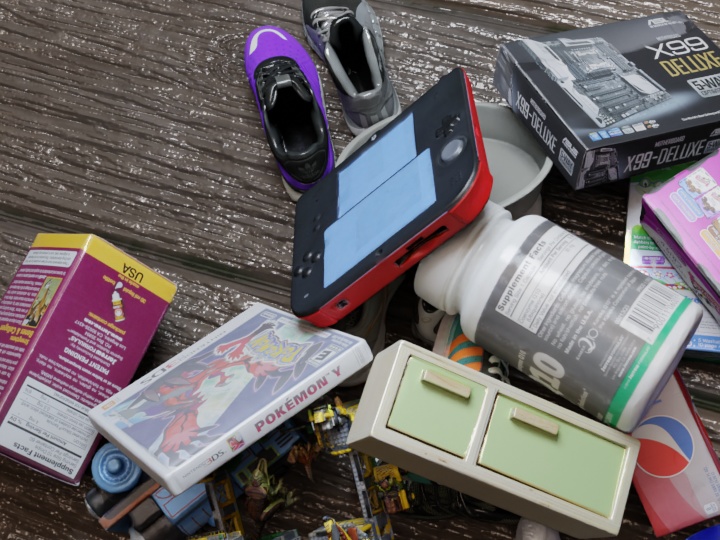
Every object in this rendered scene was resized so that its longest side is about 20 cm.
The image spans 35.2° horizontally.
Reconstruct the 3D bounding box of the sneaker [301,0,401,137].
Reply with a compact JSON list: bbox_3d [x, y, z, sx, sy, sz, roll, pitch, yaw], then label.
[{"bbox_3d":[-0.013,-0.235,1.114,0.075,0.116,0.200,-24,67,1],"label":"sneaker"}]

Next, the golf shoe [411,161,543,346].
[{"bbox_3d":[0.109,-0.022,1.022,0.078,0.095,0.200,21,72,18],"label":"golf shoe"}]

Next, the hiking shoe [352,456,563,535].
[{"bbox_3d":[0.088,0.171,0.945,0.200,0.101,0.076,4,69,12],"label":"hiking shoe"}]

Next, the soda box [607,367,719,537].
[{"bbox_3d":[0.236,0.111,0.934,0.070,0.063,0.200,-26,80,15],"label":"soda box"}]

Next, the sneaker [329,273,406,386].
[{"bbox_3d":[0.000,0.000,1.032,0.076,0.092,0.200,4,67,13],"label":"sneaker"}]

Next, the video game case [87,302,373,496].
[{"bbox_3d":[-0.110,0.093,0.906,0.182,0.023,0.200,-33,22,-21],"label":"video game case"}]

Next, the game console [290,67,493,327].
[{"bbox_3d":[0.018,-0.059,0.915,0.200,0.031,0.177,-37,36,26],"label":"game console"}]

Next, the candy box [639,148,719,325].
[{"bbox_3d":[0.359,-0.053,0.960,0.200,0.061,0.136,-31,66,-2],"label":"candy box"}]

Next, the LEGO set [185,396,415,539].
[{"bbox_3d":[-0.072,0.181,0.871,0.200,0.116,0.154,-8,90,25],"label":"LEGO set"}]

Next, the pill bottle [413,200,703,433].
[{"bbox_3d":[0.149,0.028,0.876,0.200,0.113,0.113,32,77,19],"label":"pill bottle"}]

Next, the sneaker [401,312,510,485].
[{"bbox_3d":[0.097,0.093,0.932,0.080,0.071,0.200,6,54,36],"label":"sneaker"}]

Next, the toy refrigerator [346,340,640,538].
[{"bbox_3d":[0.099,0.127,0.835,0.200,0.070,0.076,24,70,-10],"label":"toy refrigerator"}]

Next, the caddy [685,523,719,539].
[{"bbox_3d":[0.320,0.217,0.841,0.141,0.200,0.105,-15,84,5],"label":"caddy"}]

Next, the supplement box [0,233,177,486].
[{"bbox_3d":[-0.272,0.075,1.020,0.131,0.103,0.200,5,65,53],"label":"supplement box"}]

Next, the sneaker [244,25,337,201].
[{"bbox_3d":[-0.070,-0.172,1.107,0.070,0.100,0.200,-20,67,0],"label":"sneaker"}]

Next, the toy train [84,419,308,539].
[{"bbox_3d":[-0.145,0.169,1.000,0.200,0.087,0.114,-39,73,-6],"label":"toy train"}]

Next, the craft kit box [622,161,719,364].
[{"bbox_3d":[0.332,-0.014,1.005,0.200,0.049,0.198,6,73,12],"label":"craft kit box"}]

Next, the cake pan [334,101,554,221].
[{"bbox_3d":[0.077,-0.088,1.028,0.200,0.037,0.200,-8,36,6],"label":"cake pan"}]

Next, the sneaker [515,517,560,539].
[{"bbox_3d":[0.194,0.276,0.885,0.115,0.075,0.200,-16,88,-1],"label":"sneaker"}]

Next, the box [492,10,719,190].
[{"bbox_3d":[0.243,-0.158,1.018,0.200,0.050,0.158,-13,49,-18],"label":"box"}]
